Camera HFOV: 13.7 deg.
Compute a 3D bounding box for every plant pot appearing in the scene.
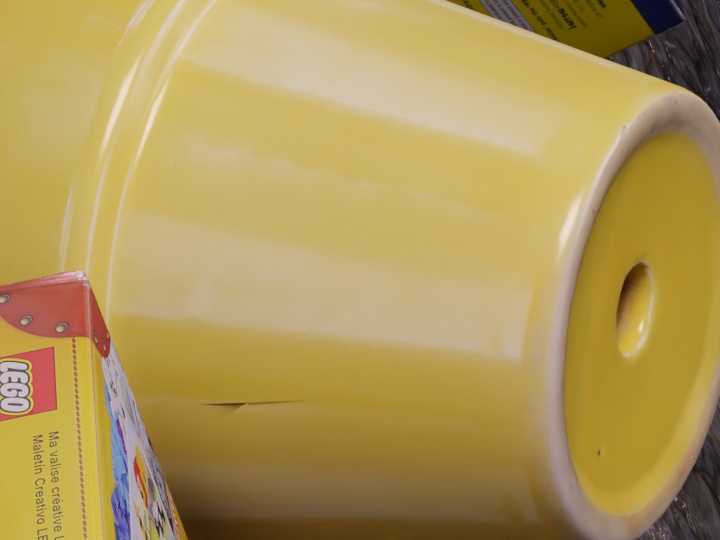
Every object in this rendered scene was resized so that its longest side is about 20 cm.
[{"bbox_3d":[0.000,0.000,0.869,0.201,0.188,0.202,-28,123,-56],"label":"plant pot"}]

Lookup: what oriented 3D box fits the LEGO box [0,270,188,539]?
[{"bbox_3d":[-0.079,0.126,0.726,0.149,0.077,0.200,74,5,-46],"label":"LEGO box"}]

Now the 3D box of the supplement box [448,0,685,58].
[{"bbox_3d":[0.018,-0.129,1.274,0.110,0.199,0.109,44,26,-53],"label":"supplement box"}]
